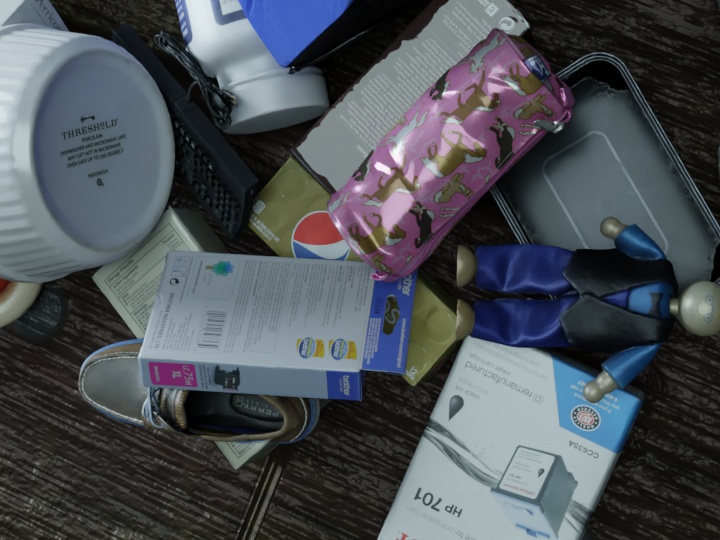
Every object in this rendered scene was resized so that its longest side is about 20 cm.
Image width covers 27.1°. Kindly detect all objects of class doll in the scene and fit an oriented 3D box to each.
[{"bbox_3d":[0.169,0.027,1.091,0.198,0.048,0.138,2,81,6],"label":"doll"}]

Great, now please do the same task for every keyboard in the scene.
[{"bbox_3d":[-0.145,-0.126,1.205,0.200,0.020,0.128,49,143,25],"label":"keyboard"}]

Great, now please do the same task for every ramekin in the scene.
[{"bbox_3d":[-0.229,-0.091,1.160,0.094,0.202,0.205,2,90,35],"label":"ramekin"}]

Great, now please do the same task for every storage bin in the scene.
[{"bbox_3d":[0.187,-0.051,1.159,0.134,0.094,0.201,-30,83,11],"label":"storage bin"}]

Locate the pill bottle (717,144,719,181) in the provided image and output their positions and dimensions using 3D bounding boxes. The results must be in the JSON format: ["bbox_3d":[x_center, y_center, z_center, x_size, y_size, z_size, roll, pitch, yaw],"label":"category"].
[{"bbox_3d":[0.373,-0.059,1.108,0.198,0.112,0.113,-10,88,11],"label":"pill bottle"}]

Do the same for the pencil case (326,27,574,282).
[{"bbox_3d":[0.064,-0.083,1.100,0.200,0.087,0.083,-45,118,12],"label":"pencil case"}]

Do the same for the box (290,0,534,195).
[{"bbox_3d":[0.044,-0.140,1.185,0.075,0.100,0.200,44,97,5],"label":"box"}]

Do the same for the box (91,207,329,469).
[{"bbox_3d":[-0.119,0.053,1.231,0.095,0.078,0.201,-38,82,10],"label":"box"}]

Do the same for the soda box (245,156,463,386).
[{"bbox_3d":[0.000,0.000,1.213,0.200,0.064,0.068,44,99,9],"label":"soda box"}]

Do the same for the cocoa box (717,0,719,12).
[{"bbox_3d":[0.334,-0.179,1.073,0.132,0.200,0.133,-13,88,11],"label":"cocoa box"}]

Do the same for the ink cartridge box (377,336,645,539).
[{"bbox_3d":[0.118,0.158,1.177,0.145,0.086,0.202,24,93,11],"label":"ink cartridge box"}]

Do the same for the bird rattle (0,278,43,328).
[{"bbox_3d":[-0.351,-0.004,1.275,0.161,0.113,0.202,4,94,-4],"label":"bird rattle"}]

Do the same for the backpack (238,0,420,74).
[{"bbox_3d":[0.006,-0.273,1.106,0.199,0.162,0.169,-34,97,-29],"label":"backpack"}]

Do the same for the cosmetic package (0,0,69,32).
[{"bbox_3d":[-0.310,-0.125,1.200,0.084,0.108,0.201,0,46,37],"label":"cosmetic package"}]

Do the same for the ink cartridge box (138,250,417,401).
[{"bbox_3d":[-0.059,0.041,1.131,0.198,0.120,0.042,1,132,7],"label":"ink cartridge box"}]

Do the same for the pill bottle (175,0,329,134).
[{"bbox_3d":[-0.089,-0.218,1.205,0.119,0.120,0.202,-13,87,12],"label":"pill bottle"}]

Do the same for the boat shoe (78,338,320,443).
[{"bbox_3d":[-0.133,0.093,1.157,0.198,0.072,0.073,4,93,14],"label":"boat shoe"}]
